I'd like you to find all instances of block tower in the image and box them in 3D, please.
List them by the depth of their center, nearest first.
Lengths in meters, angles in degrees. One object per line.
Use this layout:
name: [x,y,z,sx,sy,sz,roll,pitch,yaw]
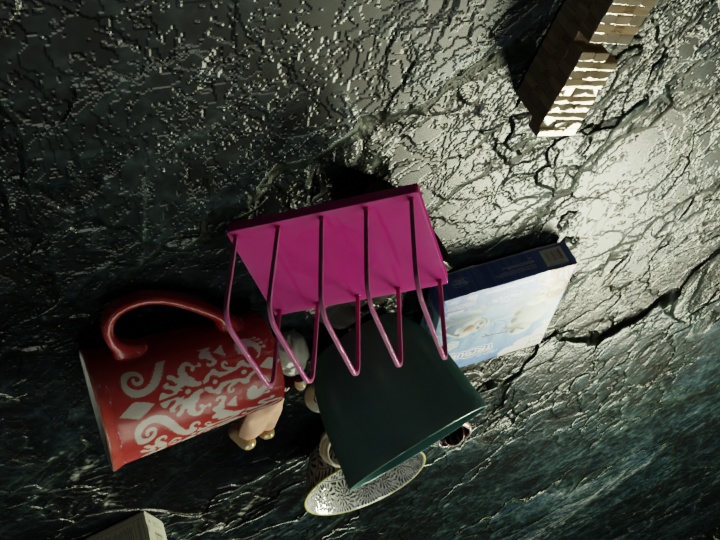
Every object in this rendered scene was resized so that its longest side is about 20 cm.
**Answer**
block tower: [0.215,-0.220,0.807,0.053,0.058,0.201,-5,140,-28]

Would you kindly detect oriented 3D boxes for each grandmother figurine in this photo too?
grandmother figurine: [-0.117,0.152,1.108,0.121,0.060,0.201,-32,157,-47]

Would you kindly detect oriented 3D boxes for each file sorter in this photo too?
file sorter: [-0.021,0.026,0.852,0.197,0.127,0.140,-11,138,13]

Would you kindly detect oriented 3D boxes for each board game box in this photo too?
board game box: [0.178,0.059,1.183,0.198,0.044,0.200,-15,147,-16]

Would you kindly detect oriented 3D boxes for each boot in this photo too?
boot: [0.000,0.000,0.960,0.173,0.070,0.200,-30,145,14]

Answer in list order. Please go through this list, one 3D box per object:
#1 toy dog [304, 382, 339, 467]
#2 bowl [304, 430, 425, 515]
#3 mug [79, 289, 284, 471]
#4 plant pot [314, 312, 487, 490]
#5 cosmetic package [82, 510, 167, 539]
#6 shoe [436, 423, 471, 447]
toy dog: [0.030,0.188,1.203,0.198,0.134,0.096,-14,176,-32]
bowl: [-0.007,0.287,1.331,0.198,0.095,0.202,-17,147,-11]
mug: [-0.190,0.111,0.932,0.198,0.134,0.178,-15,148,-21]
plant pot: [0.034,0.152,1.082,0.199,0.162,0.201,-28,165,-8]
cosmetic package: [-0.391,0.460,1.308,0.198,0.104,0.073,-25,148,1]
shoe: [0.137,0.243,1.368,0.071,0.092,0.200,-27,147,4]
